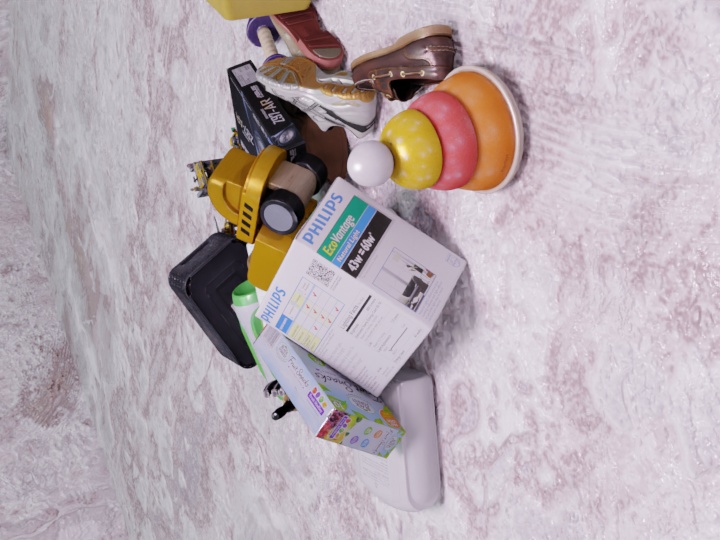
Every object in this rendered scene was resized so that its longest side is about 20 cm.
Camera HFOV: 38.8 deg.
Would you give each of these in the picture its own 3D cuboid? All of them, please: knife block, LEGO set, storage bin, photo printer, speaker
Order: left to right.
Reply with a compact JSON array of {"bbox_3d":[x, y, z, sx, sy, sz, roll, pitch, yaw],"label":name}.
[{"bbox_3d":[-0.231,-0.141,1.794,0.153,0.114,0.204,-21,81,62],"label":"LEGO set"},{"bbox_3d":[-0.217,0.050,1.751,0.201,0.135,0.093,56,160,-23],"label":"storage bin"},{"bbox_3d":[-0.142,0.113,1.702,0.088,0.088,0.203,16,132,59],"label":"speaker"},{"bbox_3d":[-0.093,0.180,1.588,0.199,0.173,0.065,-1,99,62],"label":"knife block"},{"bbox_3d":[0.046,0.236,1.455,0.166,0.068,0.204,10,108,60],"label":"photo printer"}]

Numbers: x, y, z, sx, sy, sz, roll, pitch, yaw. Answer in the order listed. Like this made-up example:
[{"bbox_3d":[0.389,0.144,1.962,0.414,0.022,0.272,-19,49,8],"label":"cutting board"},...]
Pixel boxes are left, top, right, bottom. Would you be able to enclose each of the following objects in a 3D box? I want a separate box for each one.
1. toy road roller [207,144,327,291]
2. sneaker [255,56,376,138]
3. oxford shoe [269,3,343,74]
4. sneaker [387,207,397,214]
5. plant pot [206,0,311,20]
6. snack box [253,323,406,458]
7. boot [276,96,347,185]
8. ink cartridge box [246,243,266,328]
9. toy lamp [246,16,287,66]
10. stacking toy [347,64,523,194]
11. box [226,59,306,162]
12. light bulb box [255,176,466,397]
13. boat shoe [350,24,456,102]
[{"bbox_3d":[-0.140,-0.086,1.444,0.144,0.124,0.202,22,135,6],"label":"toy road roller"},{"bbox_3d":[-0.065,-0.237,1.432,0.198,0.076,0.089,23,142,31],"label":"sneaker"},{"bbox_3d":[-0.092,-0.340,1.512,0.201,0.069,0.076,59,152,35],"label":"oxford shoe"},{"bbox_3d":[0.000,0.000,1.450,0.071,0.079,0.203,51,143,38],"label":"sneaker"},{"bbox_3d":[-0.155,-0.472,1.458,0.200,0.197,0.179,48,145,44],"label":"plant pot"},{"bbox_3d":[-0.043,0.156,1.372,0.053,0.141,0.200,-54,44,13],"label":"snack box"},{"bbox_3d":[-0.081,-0.195,1.558,0.146,0.069,0.203,128,127,-63],"label":"boot"},{"bbox_3d":[-0.080,0.038,1.570,0.160,0.050,0.204,-11,94,26],"label":"ink cartridge box"},{"bbox_3d":[-0.141,-0.350,1.581,0.201,0.057,0.059,-114,27,-52],"label":"toy lamp"},{"bbox_3d":[0.069,-0.139,1.127,0.145,0.198,0.149,30,129,46],"label":"stacking toy"},{"bbox_3d":[-0.138,-0.195,1.555,0.201,0.043,0.161,58,162,33],"label":"box"},{"bbox_3d":[-0.003,0.025,1.313,0.198,0.126,0.199,33,142,0],"label":"light bulb box"},{"bbox_3d":[0.048,-0.246,1.274,0.199,0.069,0.072,-7,90,63],"label":"boat shoe"}]
